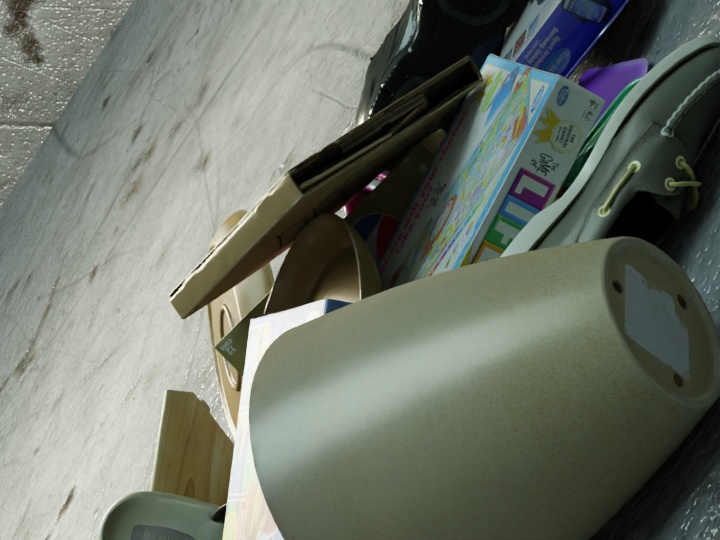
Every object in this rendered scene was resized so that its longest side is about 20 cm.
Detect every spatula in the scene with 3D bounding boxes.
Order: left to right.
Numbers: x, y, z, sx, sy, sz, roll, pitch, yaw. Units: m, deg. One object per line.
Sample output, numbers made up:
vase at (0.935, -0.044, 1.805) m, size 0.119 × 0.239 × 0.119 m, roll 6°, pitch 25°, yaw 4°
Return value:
spatula at (0.127, -0.094, 1.570) m, size 0.200 × 0.021 × 0.057 m, roll -27°, pitch 38°, yaw 65°

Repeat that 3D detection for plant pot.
plant pot at (-0.086, 0.056, 1.781) m, size 0.200 × 0.027 × 0.200 m, roll 171°, pitch 90°, yaw -78°
plant pot at (-0.025, 0.066, 1.453) m, size 0.200 × 0.027 × 0.200 m, roll -169°, pitch 90°, yaw -71°
plant pot at (0.078, 0.069, 1.209) m, size 0.200 × 0.187 × 0.187 m, roll -32°, pitch 31°, yaw 35°

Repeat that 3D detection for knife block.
knife block at (-0.125, 0.205, 1.583) m, size 0.175 × 0.200 × 0.064 m, roll -36°, pitch -9°, yaw -13°

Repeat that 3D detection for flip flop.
flip flop at (-0.078, 0.175, 1.510) m, size 0.058 × 0.200 × 0.081 m, roll 56°, pitch -134°, yaw -62°

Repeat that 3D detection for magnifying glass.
magnifying glass at (0.140, -0.063, 1.468) m, size 0.200 × 0.022 × 0.080 m, roll 146°, pitch 140°, yaw -65°

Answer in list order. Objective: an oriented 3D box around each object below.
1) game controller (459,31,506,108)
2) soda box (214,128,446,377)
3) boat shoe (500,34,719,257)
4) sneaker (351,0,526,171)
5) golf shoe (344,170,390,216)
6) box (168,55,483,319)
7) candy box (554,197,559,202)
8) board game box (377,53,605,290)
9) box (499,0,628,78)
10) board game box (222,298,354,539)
game controller at (0.096, -0.192, 1.731) m, size 0.042 × 0.104 × 0.200 m, roll 35°, pitch 97°, yaw 31°
soda box at (0.000, 0.000, 1.557) m, size 0.200 × 0.064 × 0.068 m, roll -44°, pitch -1°, yaw 16°
boat shoe at (0.153, -0.040, 1.324) m, size 0.060 × 0.072 × 0.202 m, roll 36°, pitch 84°, yaw 34°
sneaker at (0.045, -0.156, 1.634) m, size 0.200 × 0.076 × 0.091 m, roll -59°, pitch 18°, yaw -14°
golf shoe at (0.035, -0.055, 1.670) m, size 0.075 × 0.091 × 0.200 m, roll -56°, pitch 15°, yaw 24°
box at (-0.024, -0.051, 1.493) m, size 0.163 × 0.021 × 0.200 m, roll -35°, pitch -4°, yaw -34°
candy box at (0.062, 0.047, 1.474) m, size 0.200 × 0.055 × 0.116 m, roll -46°, pitch 22°, yaw 46°
board game box at (0.064, -0.028, 1.425) m, size 0.200 × 0.034 × 0.134 m, roll -62°, pitch 18°, yaw 3°
box at (0.142, -0.186, 1.601) m, size 0.119 × 0.041 × 0.200 m, roll -53°, pitch 8°, yaw 29°
board game box at (-0.039, 0.122, 1.367) m, size 0.135 × 0.034 × 0.200 m, roll 165°, pitch 113°, yaw -68°
